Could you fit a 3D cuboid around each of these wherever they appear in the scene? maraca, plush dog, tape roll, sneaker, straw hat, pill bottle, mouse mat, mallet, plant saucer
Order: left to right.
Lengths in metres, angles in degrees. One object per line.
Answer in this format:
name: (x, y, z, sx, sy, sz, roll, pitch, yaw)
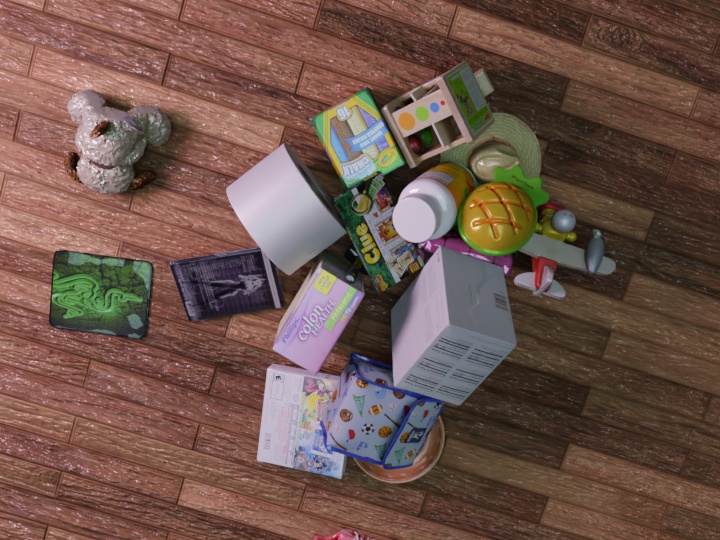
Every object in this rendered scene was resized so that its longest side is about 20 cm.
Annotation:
mouse mat: (-0.518, 0.048, 1.761, 0.198, 0.008, 0.163, 8, 101, -1)
plush dog: (-0.468, -0.220, 1.652, 0.198, 0.161, 0.173, 13, 124, -3)
tape roll: (-0.135, -0.113, 1.635, 0.139, 0.203, 0.203, -35, 99, 6)
sneaker: (-0.010, 0.579, 1.834, 0.198, 0.074, 0.088, -10, 100, 1)
mallet: (0.000, 0.000, 1.659, 0.066, 0.200, 0.041, 39, 104, -11)
plant saucer: (0.073, 0.335, 1.806, 0.198, 0.037, 0.203, 0, 101, -1)
pill bottle: (0.134, -0.122, 1.608, 0.110, 0.200, 0.112, 10, 115, 23)
straw hat: (0.254, -0.203, 1.679, 0.199, 0.085, 0.203, 0, 100, 0)
maraca: (0.254, -0.108, 1.570, 0.136, 0.107, 0.200, 32, 64, 12)

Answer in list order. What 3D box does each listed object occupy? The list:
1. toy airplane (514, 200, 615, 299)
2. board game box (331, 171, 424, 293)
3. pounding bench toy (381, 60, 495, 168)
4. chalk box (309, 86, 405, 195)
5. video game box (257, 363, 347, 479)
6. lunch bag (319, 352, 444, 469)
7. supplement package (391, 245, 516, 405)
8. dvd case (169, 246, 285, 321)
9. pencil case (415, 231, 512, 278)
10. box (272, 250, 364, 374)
toy airplane: (0.353, -0.050, 1.639, 0.199, 0.200, 0.142, -18, 148, -33)
board game box: (0.034, -0.069, 1.616, 0.104, 0.023, 0.201, -31, 111, -9)
pounding bench toy: (0.153, -0.298, 1.648, 0.155, 0.200, 0.125, -20, 104, 36)
chalk box: (0.005, -0.224, 1.653, 0.123, 0.125, 0.201, -26, 99, 4)
video game box: (-0.108, 0.302, 1.778, 0.180, 0.047, 0.202, 11, 101, 12)
lunch bag: (0.046, 0.277, 1.681, 0.198, 0.124, 0.171, 21, 108, -16)
supplement package: (0.166, 0.105, 1.636, 0.146, 0.192, 0.200, 18, 133, -19)
dvd case: (-0.256, 0.026, 1.721, 0.198, 0.016, 0.150, -9, 129, 2)
pencil case: (0.191, -0.035, 1.710, 0.198, 0.094, 0.092, 20, 101, -6)
box: (-0.076, 0.073, 1.672, 0.096, 0.200, 0.177, 30, 99, -6)
